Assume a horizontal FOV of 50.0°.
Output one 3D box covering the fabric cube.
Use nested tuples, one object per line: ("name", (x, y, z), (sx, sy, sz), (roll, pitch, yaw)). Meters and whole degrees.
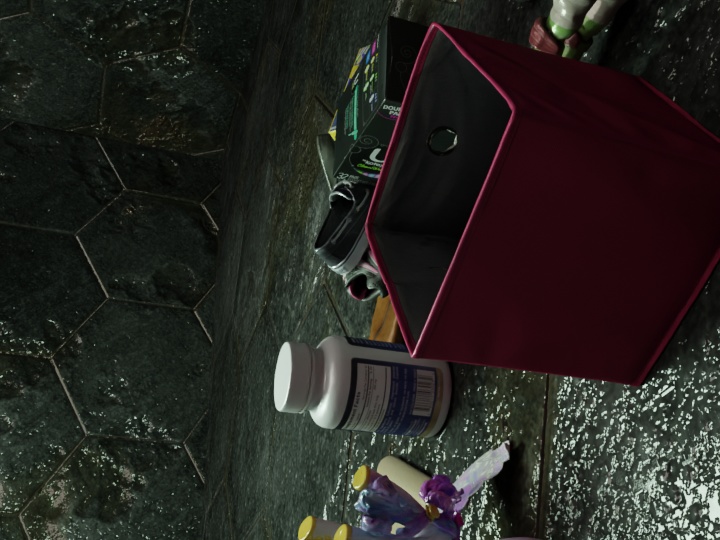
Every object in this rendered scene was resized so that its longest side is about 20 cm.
("fabric cube", (0.138, -0.054, 0.606), (0.201, 0.198, 0.197), (-108, 31, -55))

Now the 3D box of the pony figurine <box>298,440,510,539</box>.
("pony figurine", (0.067, 0.261, 0.750), (0.193, 0.199, 0.167), (-50, 25, 31))

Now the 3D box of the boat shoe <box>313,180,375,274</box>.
("boat shoe", (-0.011, -0.094, 1.068), (0.071, 0.068, 0.201), (-7, 52, 50))

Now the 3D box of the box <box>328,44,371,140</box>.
("box", (0.018, -0.265, 1.180), (0.070, 0.064, 0.201), (-11, 47, 33))

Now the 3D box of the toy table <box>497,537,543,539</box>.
("toy table", (0.104, 0.317, 0.599), (0.117, 0.182, 0.201), (-78, -4, -55))

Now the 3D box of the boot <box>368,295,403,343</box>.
("boot", (0.016, 0.096, 1.131), (0.188, 0.068, 0.202), (172, 107, -72))

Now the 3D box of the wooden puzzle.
("wooden puzzle", (0.049, 0.349, 0.966), (0.185, 0.037, 0.202), (176, 107, -72))

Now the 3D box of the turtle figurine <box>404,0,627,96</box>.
("turtle figurine", (0.148, -0.201, 0.738), (0.201, 0.143, 0.195), (-105, 33, -44))

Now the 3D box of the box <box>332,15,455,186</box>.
("box", (0.063, -0.201, 0.990), (0.200, 0.147, 0.125), (135, 142, -61))

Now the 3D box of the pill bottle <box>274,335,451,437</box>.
("pill bottle", (0.000, 0.139, 0.938), (0.111, 0.198, 0.112), (-171, 90, -72))

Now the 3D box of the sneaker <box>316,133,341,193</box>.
("sneaker", (0.005, -0.139, 1.276), (0.076, 0.113, 0.201), (-88, -17, -74))

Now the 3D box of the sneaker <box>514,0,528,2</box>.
("sneaker", (0.164, -0.401, 0.826), (0.075, 0.114, 0.202), (-121, 44, -64))

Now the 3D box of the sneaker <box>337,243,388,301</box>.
("sneaker", (0.000, 0.000, 1.091), (0.087, 0.080, 0.200), (-59, 16, -14))
